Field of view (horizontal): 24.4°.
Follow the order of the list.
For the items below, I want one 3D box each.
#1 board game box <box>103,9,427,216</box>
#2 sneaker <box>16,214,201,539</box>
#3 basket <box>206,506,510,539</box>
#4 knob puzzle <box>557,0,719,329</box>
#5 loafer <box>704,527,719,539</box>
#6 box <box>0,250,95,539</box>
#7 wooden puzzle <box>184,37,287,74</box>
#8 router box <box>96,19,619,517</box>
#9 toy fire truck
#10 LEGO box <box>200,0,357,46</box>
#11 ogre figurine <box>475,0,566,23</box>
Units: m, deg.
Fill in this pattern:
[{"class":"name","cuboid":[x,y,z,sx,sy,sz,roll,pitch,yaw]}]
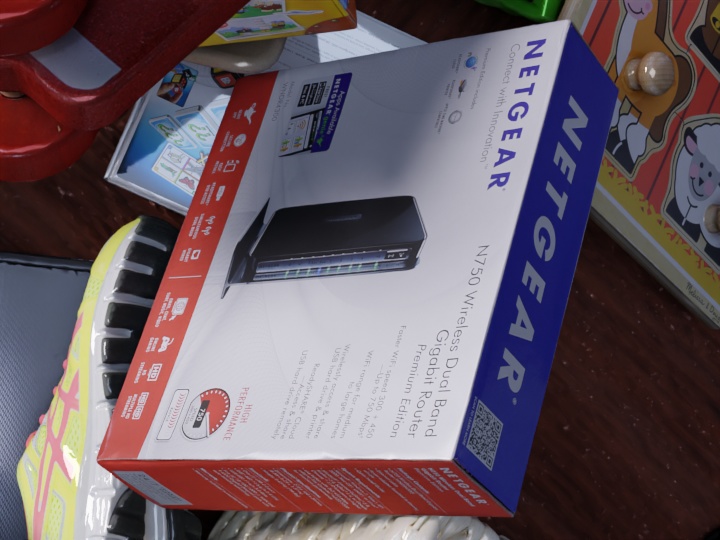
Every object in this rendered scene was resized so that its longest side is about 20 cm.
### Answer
[{"class":"board game box","cuboid":[-0.010,-0.061,0.820,0.199,0.035,0.127,24,88,-7]},{"class":"sneaker","cuboid":[-0.118,0.072,0.748,0.078,0.090,0.201,26,64,-45]},{"class":"basket","cuboid":[0.000,0.195,0.728,0.161,0.198,0.200,40,81,-18]},{"class":"knob puzzle","cuboid":[0.169,-0.099,0.795,0.219,0.030,0.221,-3,95,-41]},{"class":"loafer","cuboid":[0.177,0.192,0.838,0.200,0.073,0.071,-38,101,4]},{"class":"box","cuboid":[-0.181,0.089,0.800,0.197,0.050,0.201,7,91,-8]},{"class":"wooden puzzle","cuboid":[-0.099,-0.201,0.783,0.184,0.046,0.201,15,86,12]},{"class":"router box","cuboid":[0.000,0.000,0.688,0.049,0.179,0.201,44,52,-41]},{"class":"toy fire truck","cuboid":[-0.126,-0.146,0.634,0.200,0.112,0.168,41,66,14]},{"class":"LEGO box","cuboid":[-0.108,-0.174,0.717,0.199,0.077,0.150,-5,81,11]},{"class":"ogre figurine","cuboid":[0.081,-0.181,0.792,0.200,0.098,0.120,12,97,-51]}]
